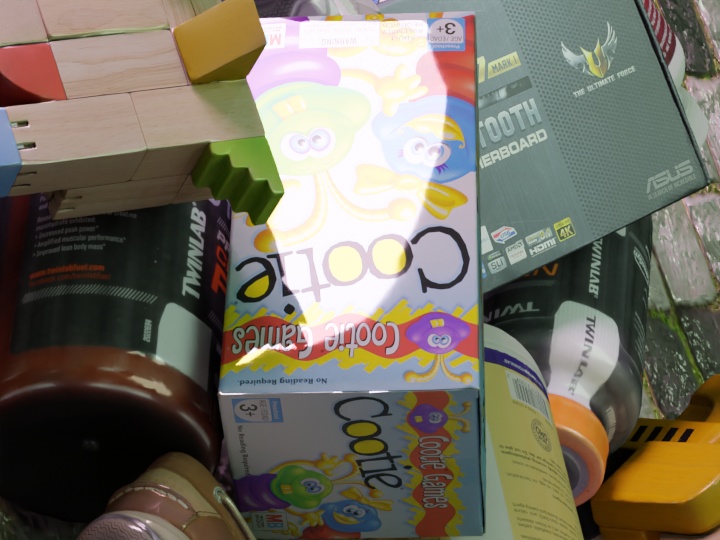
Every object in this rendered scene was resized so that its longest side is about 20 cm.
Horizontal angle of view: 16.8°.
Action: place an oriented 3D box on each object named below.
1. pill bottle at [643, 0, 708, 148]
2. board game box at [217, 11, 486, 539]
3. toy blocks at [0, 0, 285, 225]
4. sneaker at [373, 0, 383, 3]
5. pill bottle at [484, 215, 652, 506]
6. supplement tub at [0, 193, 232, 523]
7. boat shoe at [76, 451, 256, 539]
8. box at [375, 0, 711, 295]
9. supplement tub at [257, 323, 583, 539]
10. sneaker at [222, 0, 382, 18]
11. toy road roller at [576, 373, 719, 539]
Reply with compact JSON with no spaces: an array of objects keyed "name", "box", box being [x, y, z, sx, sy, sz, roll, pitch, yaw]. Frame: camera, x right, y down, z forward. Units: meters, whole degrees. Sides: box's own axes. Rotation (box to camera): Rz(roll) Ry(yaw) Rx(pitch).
[{"name":"pill bottle","box":[0.126,-0.141,1.490,0.200,0.113,0.113,50,33,-24]},{"name":"board game box","box":[0.000,0.000,1.022,0.105,0.102,0.201,85,5,-50]},{"name":"toy blocks","box":[-0.127,-0.098,0.945,0.136,0.100,0.201,-8,67,-27]},{"name":"sneaker","box":[0.029,-0.127,1.345,0.078,0.089,0.201,18,54,-54]},{"name":"pill bottle","box":[0.104,0.035,1.332,0.106,0.106,0.201,46,34,-30]},{"name":"supplement tub","box":[-0.104,-0.003,1.020,0.107,0.107,0.201,39,39,-38]},{"name":"boat shoe","box":[-0.052,0.157,0.977,0.072,0.075,0.201,-62,146,-45]},{"name":"box","box":[0.070,-0.078,1.269,0.199,0.051,0.159,-24,94,-27]},{"name":"supplement tub","box":[0.030,0.138,1.076,0.145,0.145,0.201,32,37,-44]},{"name":"sneaker","box":[-0.004,-0.103,1.156,0.201,0.074,0.082,56,33,-18]},{"name":"toy road roller","box":[0.199,0.129,1.323,0.146,0.200,0.123,-41,107,-22]}]
